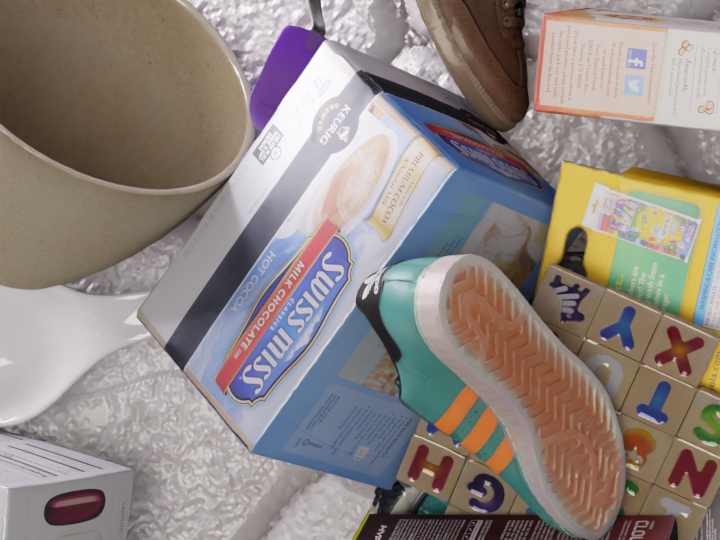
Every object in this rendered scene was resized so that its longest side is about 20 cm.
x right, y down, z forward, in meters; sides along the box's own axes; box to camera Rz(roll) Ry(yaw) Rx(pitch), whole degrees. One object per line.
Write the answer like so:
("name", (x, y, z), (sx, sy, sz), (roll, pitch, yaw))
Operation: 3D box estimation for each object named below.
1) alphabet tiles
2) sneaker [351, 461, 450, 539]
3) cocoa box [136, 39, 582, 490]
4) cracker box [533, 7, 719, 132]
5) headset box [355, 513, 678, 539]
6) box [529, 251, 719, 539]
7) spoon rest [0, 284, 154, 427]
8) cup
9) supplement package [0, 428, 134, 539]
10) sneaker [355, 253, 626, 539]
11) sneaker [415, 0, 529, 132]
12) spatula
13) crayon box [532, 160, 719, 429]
("alphabet tiles", (0.115, 0.096, 1.543), (0.166, 0.006, 0.201), (24, 121, 5))
("sneaker", (0.043, 0.153, 1.640), (0.079, 0.078, 0.201), (24, 107, -9))
("cocoa box", (0.000, 0.000, 1.572), (0.200, 0.133, 0.131), (-54, 51, 13))
("cracker box", (0.204, -0.105, 1.528), (0.199, 0.134, 0.058), (7, 98, 14))
("headset box", (0.099, 0.216, 1.558), (0.199, 0.077, 0.150), (-2, 113, 16))
("box", (0.169, 0.091, 1.601), (0.157, 0.050, 0.201), (0, 96, 15))
("spoon rest", (-0.174, 0.034, 1.679), (0.199, 0.061, 0.100), (-13, 92, 15))
("cup", (-0.180, -0.073, 1.618), (0.200, 0.200, 0.143), (42, 127, 7))
("supplement package", (-0.234, 0.202, 1.661), (0.155, 0.111, 0.201), (13, 100, 36))
("sneaker", (0.071, 0.065, 1.498), (0.080, 0.071, 0.200), (3, 137, 46))
("sneaker", (0.065, -0.180, 1.589), (0.075, 0.070, 0.201), (-23, 90, 15))
("spatula", (-0.023, -0.173, 1.615), (0.020, 0.056, 0.201), (6, 81, 42))
("crayon box", (0.197, 0.019, 1.534), (0.199, 0.052, 0.127), (13, 99, 11))
